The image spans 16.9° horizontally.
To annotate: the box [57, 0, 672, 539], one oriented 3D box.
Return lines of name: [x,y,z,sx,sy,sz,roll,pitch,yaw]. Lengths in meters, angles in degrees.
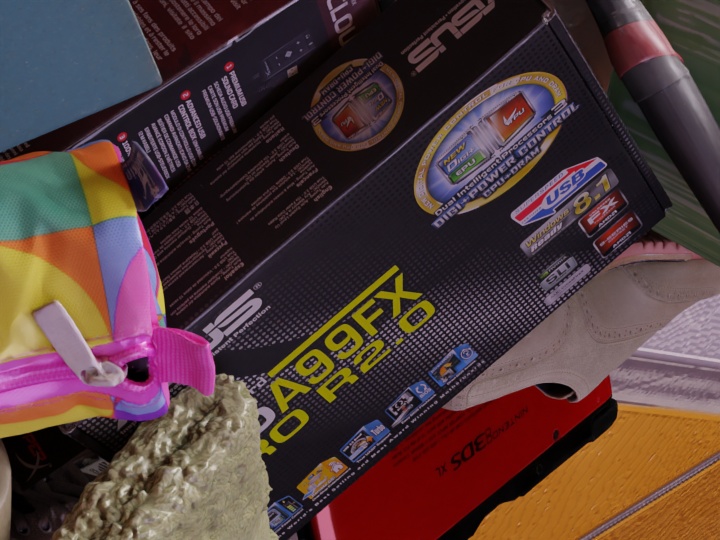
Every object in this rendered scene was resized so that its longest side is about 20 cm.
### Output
box: [0.000,0.000,0.810,0.200,0.044,0.160,-40,151,1]

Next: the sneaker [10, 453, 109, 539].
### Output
sneaker: [-0.121,0.100,0.944,0.076,0.070,0.200,-62,151,3]

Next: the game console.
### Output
game console: [0.007,0.070,1.025,0.200,0.118,0.173,-34,120,-43]

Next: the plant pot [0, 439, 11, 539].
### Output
plant pot: [-0.191,0.124,0.770,0.187,0.187,0.201,-3,132,-44]

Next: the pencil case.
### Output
pencil case: [-0.146,0.018,0.666,0.199,0.089,0.089,-11,141,-12]

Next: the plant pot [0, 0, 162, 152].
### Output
plant pot: [-0.178,-0.086,0.580,0.199,0.142,0.142,-28,147,-6]

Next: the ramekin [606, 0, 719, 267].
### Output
ramekin: [0.173,-0.087,0.921,0.200,0.097,0.201,-51,156,-33]

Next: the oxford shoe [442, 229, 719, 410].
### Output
oxford shoe: [0.089,0.011,0.979,0.199,0.071,0.074,-7,111,-46]

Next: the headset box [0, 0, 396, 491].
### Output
headset box: [-0.067,-0.039,0.806,0.199,0.075,0.149,-34,148,-9]

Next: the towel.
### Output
towel: [-0.091,0.136,0.756,0.200,0.036,0.149,-51,156,-28]

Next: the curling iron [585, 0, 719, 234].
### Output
curling iron: [0.096,-0.072,0.848,0.026,0.200,0.050,-36,180,-26]
